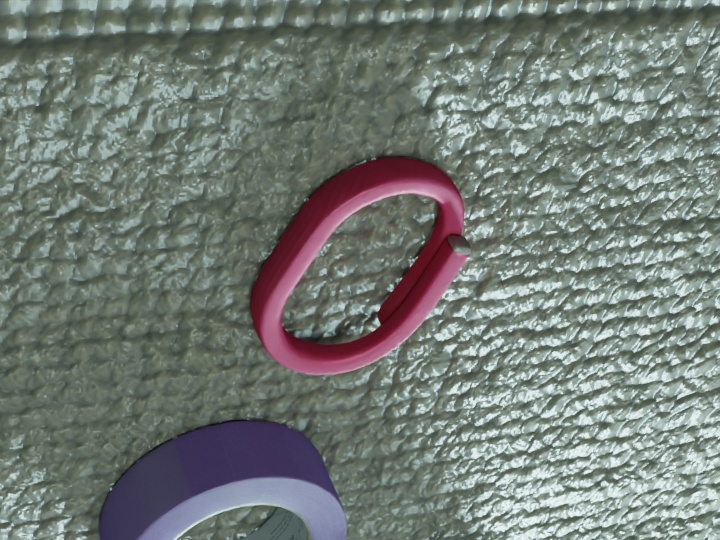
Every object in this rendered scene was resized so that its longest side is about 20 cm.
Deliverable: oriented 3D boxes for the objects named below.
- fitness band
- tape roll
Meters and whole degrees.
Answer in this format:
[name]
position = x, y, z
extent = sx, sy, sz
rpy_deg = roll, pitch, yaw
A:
[fitness band]
position = 0.000, 0.000, 1.539
extent = 0.143, 0.038, 0.200
rpy_deg = 12, 125, -35
[tape roll]
position = -0.114, 0.217, 1.681
extent = 0.199, 0.066, 0.201
rpy_deg = -14, 137, -13
